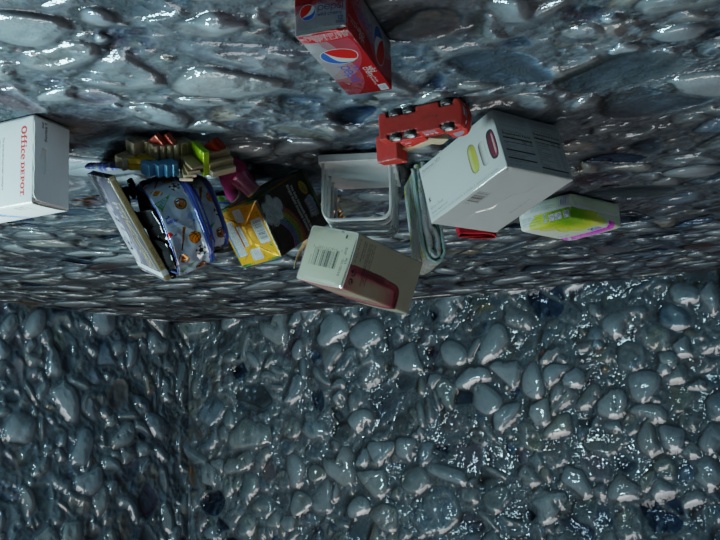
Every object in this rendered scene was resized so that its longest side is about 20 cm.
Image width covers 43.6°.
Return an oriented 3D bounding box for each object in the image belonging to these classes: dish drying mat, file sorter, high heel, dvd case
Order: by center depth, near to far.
[{"bbox_3d":[-0.399,-0.078,1.548,0.016,0.200,0.149,-34,-156,-21],"label":"dvd case"},{"bbox_3d":[0.203,-0.131,1.701,0.077,0.200,0.018,-1,133,-6],"label":"dish drying mat"},{"bbox_3d":[-0.247,-0.186,1.721,0.096,0.067,0.200,48,166,-15],"label":"high heel"},{"bbox_3d":[0.003,-0.137,1.723,0.139,0.125,0.200,-1,171,6],"label":"file sorter"}]

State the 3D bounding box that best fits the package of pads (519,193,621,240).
[{"bbox_3d":[0.485,-0.123,2.102,0.200,0.068,0.154,8,165,-41],"label":"package of pads"}]

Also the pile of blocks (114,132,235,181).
[{"bbox_3d":[-0.310,-0.196,1.510,0.200,0.062,0.082,-2,-145,-11],"label":"pile of blocks"}]

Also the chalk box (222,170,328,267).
[{"bbox_3d":[-0.159,-0.111,1.777,0.124,0.125,0.200,-13,-163,41],"label":"chalk box"}]

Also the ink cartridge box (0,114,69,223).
[{"bbox_3d":[-0.576,-0.158,1.466,0.200,0.145,0.084,-7,170,24],"label":"ink cartridge box"}]

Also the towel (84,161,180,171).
[{"bbox_3d":[-0.378,-0.183,1.612,0.200,0.024,0.145,-1,-173,-6],"label":"towel"}]

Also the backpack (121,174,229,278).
[{"bbox_3d":[-0.315,-0.080,1.576,0.154,0.200,0.190,-26,-162,-9],"label":"backpack"}]

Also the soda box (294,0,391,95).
[{"bbox_3d":[-0.016,-0.278,1.079,0.063,0.070,0.200,-4,171,16],"label":"soda box"}]

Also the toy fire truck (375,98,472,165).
[{"bbox_3d":[0.099,-0.225,1.480,0.200,0.049,0.141,-7,169,26],"label":"toy fire truck"}]

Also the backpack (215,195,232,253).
[{"bbox_3d":[-0.315,-0.096,1.959,0.163,0.154,0.200,3,-169,-15],"label":"backpack"}]

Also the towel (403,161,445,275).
[{"bbox_3d":[0.126,-0.100,1.784,0.048,0.200,0.171,-6,172,-3],"label":"towel"}]

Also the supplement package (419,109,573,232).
[{"bbox_3d":[0.227,-0.164,1.539,0.156,0.111,0.200,6,151,-35],"label":"supplement package"}]

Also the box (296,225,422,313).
[{"bbox_3d":[0.000,0.000,1.706,0.128,0.109,0.200,11,172,43],"label":"box"}]

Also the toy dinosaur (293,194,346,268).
[{"bbox_3d":[-0.095,-0.107,2.000,0.106,0.060,0.200,-24,150,-49],"label":"toy dinosaur"}]
